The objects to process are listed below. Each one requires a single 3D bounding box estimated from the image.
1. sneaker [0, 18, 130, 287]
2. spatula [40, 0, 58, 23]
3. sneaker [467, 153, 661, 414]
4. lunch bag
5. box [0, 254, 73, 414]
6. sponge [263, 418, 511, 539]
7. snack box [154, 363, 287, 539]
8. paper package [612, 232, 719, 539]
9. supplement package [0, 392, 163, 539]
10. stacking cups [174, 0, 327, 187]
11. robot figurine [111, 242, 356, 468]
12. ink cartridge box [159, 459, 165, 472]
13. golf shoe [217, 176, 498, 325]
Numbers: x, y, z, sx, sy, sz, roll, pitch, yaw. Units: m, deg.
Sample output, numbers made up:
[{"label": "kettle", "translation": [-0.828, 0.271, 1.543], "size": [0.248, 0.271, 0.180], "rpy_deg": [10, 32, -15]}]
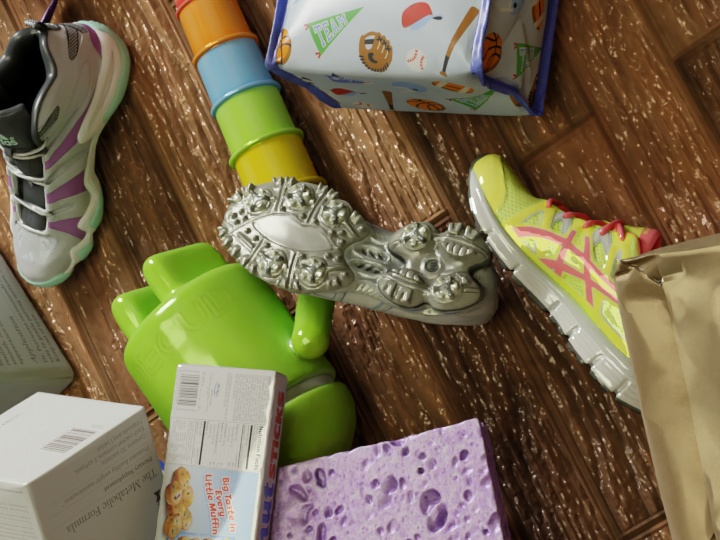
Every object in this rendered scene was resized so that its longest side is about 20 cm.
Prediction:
[{"label": "sneaker", "translation": [-0.245, -0.087, 1.591], "size": [0.077, 0.140, 0.201], "rpy_deg": [14, 97, 28]}, {"label": "spatula", "translation": [-0.279, -0.130, 1.668], "size": [0.021, 0.057, 0.200], "rpy_deg": [37, 120, -13]}, {"label": "sneaker", "translation": [0.149, -0.007, 1.415], "size": [0.090, 0.078, 0.200], "rpy_deg": [-43, 75, 12]}, {"label": "lunch bag", "translation": [0.042, -0.213, 1.444], "size": [0.169, 0.124, 0.201], "rpy_deg": [6, 80, 29]}, {"label": "box", "translation": [-0.368, 0.063, 1.645], "size": [0.200, 0.171, 0.199], "rpy_deg": [-42, 71, 23]}, {"label": "sponge", "translation": [-0.003, 0.172, 1.412], "size": [0.199, 0.030, 0.112], "rpy_deg": [-15, 73, 15]}, {"label": "snack box", "translation": [-0.095, 0.163, 1.418], "size": [0.071, 0.024, 0.201], "rpy_deg": [3, 80, 19]}, {"label": "paper package", "translation": [0.244, 0.077, 1.281], "size": [0.103, 0.200, 0.192], "rpy_deg": [-15, 82, 28]}, {"label": "supplement package", "translation": [-0.190, 0.198, 1.459], "size": [0.109, 0.114, 0.201], "rpy_deg": [4, 117, 41]}, {"label": "stacking cups", "translation": [-0.086, -0.138, 1.548], "size": [0.060, 0.060, 0.201], "rpy_deg": [-28, 76, 27]}, {"label": "robot figurine", "translation": [-0.083, 0.077, 1.513], "size": [0.200, 0.115, 0.176], "rpy_deg": [51, 121, 16]}, {"label": "ink cartridge box", "translation": [-0.159, 0.223, 1.558], "size": [0.094, 0.044, 0.201], "rpy_deg": [33, 130, 25]}, {"label": "golf shoe", "translation": [0.000, 0.000, 1.476], "size": [0.199, 0.097, 0.079], "rpy_deg": [18, 74, 23]}]
